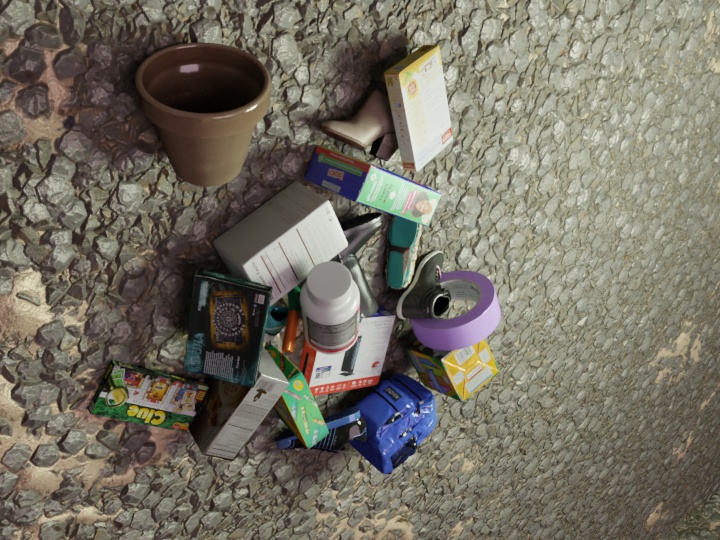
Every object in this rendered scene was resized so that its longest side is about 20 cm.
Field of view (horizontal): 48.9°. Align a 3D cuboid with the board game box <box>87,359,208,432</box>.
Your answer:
[{"bbox_3d":[-0.390,0.237,1.470,0.200,0.023,0.105,21,101,-39],"label":"board game box"}]

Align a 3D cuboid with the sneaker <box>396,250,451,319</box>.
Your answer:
[{"bbox_3d":[0.166,0.036,1.739,0.200,0.099,0.071,-56,140,-35],"label":"sneaker"}]

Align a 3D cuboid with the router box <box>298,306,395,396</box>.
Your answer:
[{"bbox_3d":[-0.033,0.174,1.723,0.200,0.049,0.180,-4,116,-38],"label":"router box"}]

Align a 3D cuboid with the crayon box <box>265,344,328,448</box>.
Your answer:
[{"bbox_3d":[-0.144,0.261,1.631,0.058,0.119,0.200,-35,131,-19],"label":"crayon box"}]

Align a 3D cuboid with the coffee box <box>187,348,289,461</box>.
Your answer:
[{"bbox_3d":[-0.243,0.252,1.531,0.080,0.114,0.200,26,105,-44],"label":"coffee box"}]

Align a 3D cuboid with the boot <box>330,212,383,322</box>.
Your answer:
[{"bbox_3d":[-0.001,0.000,1.607,0.165,0.066,0.200,-25,111,-12],"label":"boot"}]

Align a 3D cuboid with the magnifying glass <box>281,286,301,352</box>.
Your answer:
[{"bbox_3d":[-0.125,0.059,1.533,0.080,0.022,0.200,37,56,-56],"label":"magnifying glass"}]

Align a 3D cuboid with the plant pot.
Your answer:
[{"bbox_3d":[-0.244,-0.230,1.240,0.200,0.200,0.175,-23,144,-28],"label":"plant pot"}]

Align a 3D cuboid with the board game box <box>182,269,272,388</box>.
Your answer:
[{"bbox_3d":[-0.237,0.104,1.401,0.135,0.028,0.200,14,115,2],"label":"board game box"}]

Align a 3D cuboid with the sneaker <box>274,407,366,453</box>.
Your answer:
[{"bbox_3d":[-0.083,0.365,1.721,0.200,0.070,0.078,-18,99,5],"label":"sneaker"}]

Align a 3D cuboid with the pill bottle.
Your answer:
[{"bbox_3d":[-0.056,0.068,1.477,0.111,0.111,0.200,-35,156,-19],"label":"pill bottle"}]

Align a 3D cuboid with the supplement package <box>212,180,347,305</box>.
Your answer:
[{"bbox_3d":[-0.145,-0.049,1.454,0.200,0.117,0.117,-38,133,-16],"label":"supplement package"}]

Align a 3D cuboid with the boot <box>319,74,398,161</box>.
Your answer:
[{"bbox_3d":[0.023,-0.299,1.495,0.200,0.070,0.146,17,96,-45],"label":"boot"}]

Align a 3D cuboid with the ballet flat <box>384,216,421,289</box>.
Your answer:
[{"bbox_3d":[0.093,-0.055,1.696,0.064,0.076,0.200,-42,148,-58],"label":"ballet flat"}]

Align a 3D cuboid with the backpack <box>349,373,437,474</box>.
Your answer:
[{"bbox_3d":[0.080,0.337,1.817,0.200,0.162,0.168,-35,146,-24],"label":"backpack"}]

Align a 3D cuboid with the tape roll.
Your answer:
[{"bbox_3d":[0.207,0.087,1.761,0.200,0.200,0.066,-35,127,-19],"label":"tape roll"}]

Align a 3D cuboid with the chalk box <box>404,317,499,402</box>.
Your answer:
[{"bbox_3d":[0.195,0.198,1.819,0.125,0.200,0.124,-36,112,-20],"label":"chalk box"}]

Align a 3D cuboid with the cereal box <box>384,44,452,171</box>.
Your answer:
[{"bbox_3d":[0.114,-0.308,1.504,0.144,0.039,0.200,-43,133,-39],"label":"cereal box"}]

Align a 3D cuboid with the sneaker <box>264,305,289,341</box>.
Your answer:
[{"bbox_3d":[-0.208,0.075,1.492,0.080,0.078,0.200,-35,151,24],"label":"sneaker"}]

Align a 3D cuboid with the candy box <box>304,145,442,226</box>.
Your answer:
[{"bbox_3d":[0.024,-0.160,1.494,0.200,0.169,0.077,13,102,-43],"label":"candy box"}]
